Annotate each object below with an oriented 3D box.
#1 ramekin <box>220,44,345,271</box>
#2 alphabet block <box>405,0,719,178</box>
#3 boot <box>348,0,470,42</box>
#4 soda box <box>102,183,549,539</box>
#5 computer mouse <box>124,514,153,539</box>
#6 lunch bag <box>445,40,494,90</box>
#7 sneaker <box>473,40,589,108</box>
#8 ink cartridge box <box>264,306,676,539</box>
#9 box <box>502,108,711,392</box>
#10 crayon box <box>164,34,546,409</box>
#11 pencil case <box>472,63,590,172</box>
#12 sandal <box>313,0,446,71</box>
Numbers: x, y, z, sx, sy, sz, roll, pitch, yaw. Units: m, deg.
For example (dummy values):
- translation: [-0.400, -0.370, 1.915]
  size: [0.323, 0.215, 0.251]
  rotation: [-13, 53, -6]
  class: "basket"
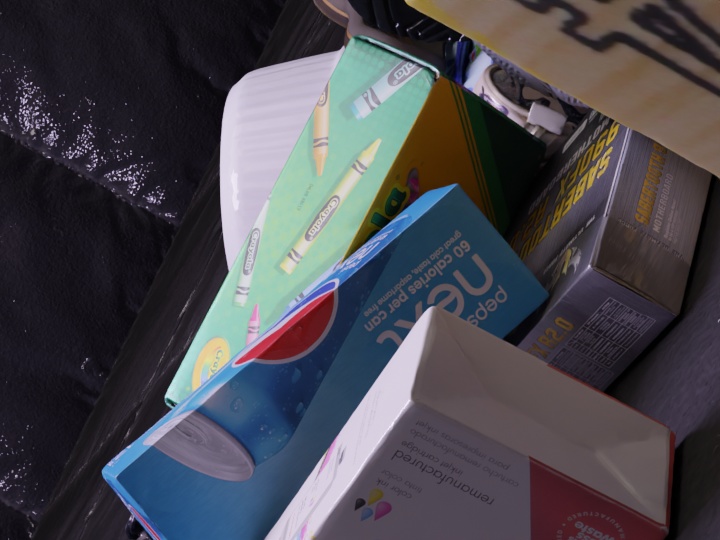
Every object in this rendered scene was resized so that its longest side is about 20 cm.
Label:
- translation: [-0.031, -0.045, 1.563]
  size: [0.202, 0.094, 0.203]
  rotation: [-2, -90, -83]
  class: "ramekin"
- translation: [0.155, -0.161, 0.874]
  size: [0.196, 0.196, 0.200]
  rotation: [-63, 9, -16]
  class: "alphabet block"
- translation: [0.082, -0.206, 1.446]
  size: [0.163, 0.198, 0.074]
  rotation: [-98, 5, -58]
  class: "boot"
- translation: [-0.017, 0.051, 1.072]
  size: [0.200, 0.068, 0.064]
  rotation: [-41, 6, -11]
  class: "soda box"
- translation: [-0.099, 0.180, 1.599]
  size: [0.138, 0.053, 0.200]
  rotation: [-41, -18, -29]
  class: "computer mouse"
- translation: [0.076, -0.098, 1.485]
  size: [0.161, 0.082, 0.200]
  rotation: [-53, 14, 32]
  class: "lunch bag"
- translation: [0.134, -0.132, 1.088]
  size: [0.200, 0.075, 0.115]
  rotation: [20, 68, 41]
  class: "sneaker"
- translation: [0.027, 0.124, 0.982]
  size: [0.200, 0.116, 0.068]
  rotation: [-57, 11, 35]
  class: "ink cartridge box"
- translation: [0.095, 0.008, 1.157]
  size: [0.200, 0.048, 0.159]
  rotation: [-52, 13, 47]
  class: "box"
- translation: [0.000, 0.000, 1.171]
  size: [0.119, 0.058, 0.200]
  rotation: [27, -90, -56]
  class: "crayon box"
- translation: [0.060, -0.027, 1.358]
  size: [0.200, 0.078, 0.090]
  rotation: [-57, 14, 27]
  class: "pencil case"
- translation: [0.018, -0.167, 1.480]
  size: [0.200, 0.082, 0.055]
  rotation: [-102, 32, -69]
  class: "sandal"
